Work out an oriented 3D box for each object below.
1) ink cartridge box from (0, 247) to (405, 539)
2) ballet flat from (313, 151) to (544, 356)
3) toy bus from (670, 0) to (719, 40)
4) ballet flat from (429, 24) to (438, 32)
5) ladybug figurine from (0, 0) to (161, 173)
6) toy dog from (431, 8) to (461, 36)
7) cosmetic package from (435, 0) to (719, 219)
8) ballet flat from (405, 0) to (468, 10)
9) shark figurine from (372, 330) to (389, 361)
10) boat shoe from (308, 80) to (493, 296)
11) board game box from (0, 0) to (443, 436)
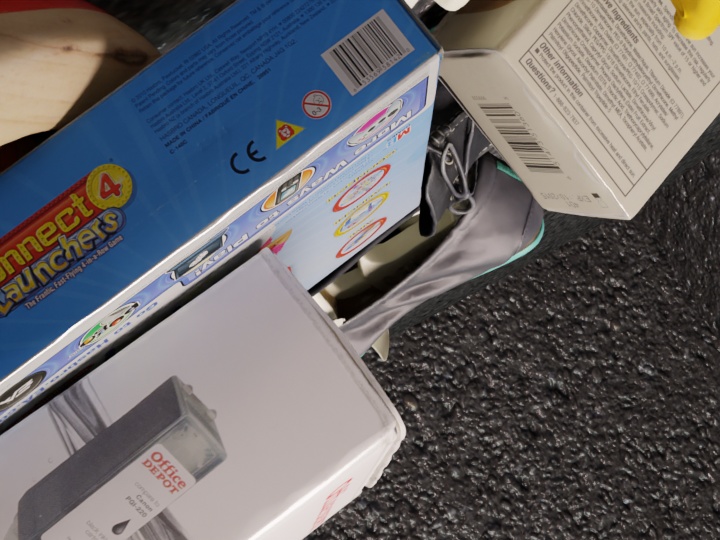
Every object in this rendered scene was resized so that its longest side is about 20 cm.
[{"bbox_3d":[-0.089,0.096,0.572,0.199,0.085,0.146,-34,170,-14],"label":"ink cartridge box"},{"bbox_3d":[0.000,0.000,0.820,0.199,0.073,0.073,-32,173,13],"label":"ballet flat"},{"bbox_3d":[0.177,-0.167,0.562,0.199,0.193,0.136,-32,172,1],"label":"toy bus"},{"bbox_3d":[0.098,-0.142,0.896,0.068,0.076,0.200,-24,171,-47],"label":"ballet flat"},{"bbox_3d":[-0.137,-0.048,0.536,0.136,0.072,0.200,-41,170,14],"label":"ladybug figurine"},{"bbox_3d":[-0.022,-0.090,0.805,0.131,0.097,0.201,-24,157,-23],"label":"toy dog"},{"bbox_3d":[0.133,-0.130,0.707,0.200,0.105,0.071,-47,-157,-15],"label":"cosmetic package"},{"bbox_3d":[0.012,-0.130,0.609,0.068,0.073,0.199,-41,168,34],"label":"ballet flat"},{"bbox_3d":[-0.058,0.053,1.053,0.089,0.129,0.215,10,-128,34],"label":"shark figurine"},{"bbox_3d":[0.028,-0.050,0.746,0.199,0.062,0.075,-31,157,-11],"label":"boat shoe"},{"bbox_3d":[-0.067,-0.011,0.583,0.199,0.056,0.196,-37,171,-8],"label":"board game box"}]
